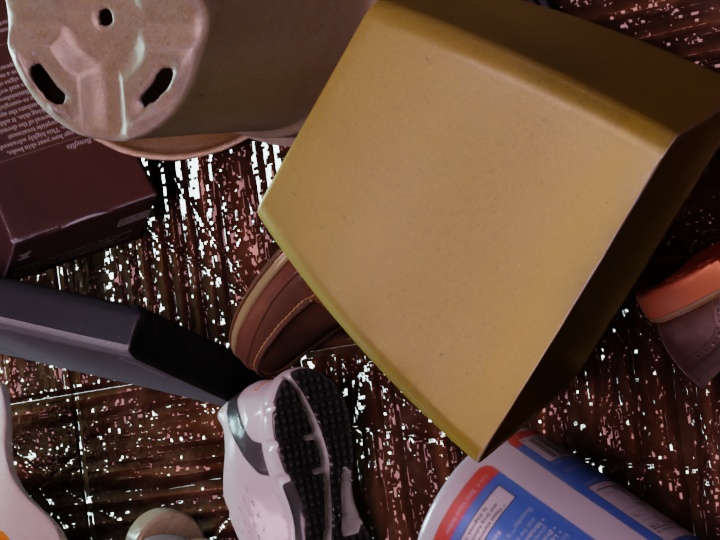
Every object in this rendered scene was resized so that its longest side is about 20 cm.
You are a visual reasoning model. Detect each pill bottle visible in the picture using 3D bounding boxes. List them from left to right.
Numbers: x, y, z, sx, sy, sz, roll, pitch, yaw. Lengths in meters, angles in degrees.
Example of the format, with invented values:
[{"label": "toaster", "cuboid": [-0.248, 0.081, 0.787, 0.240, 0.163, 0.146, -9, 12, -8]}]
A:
[{"label": "pill bottle", "cuboid": [0.136, 0.180, 1.515, 0.200, 0.112, 0.113, 34, 109, 29]}]

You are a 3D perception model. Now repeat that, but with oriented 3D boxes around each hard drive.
[{"label": "hard drive", "cuboid": [-0.176, 0.038, 1.705, 0.199, 0.139, 0.033, 11, 79, 33]}]

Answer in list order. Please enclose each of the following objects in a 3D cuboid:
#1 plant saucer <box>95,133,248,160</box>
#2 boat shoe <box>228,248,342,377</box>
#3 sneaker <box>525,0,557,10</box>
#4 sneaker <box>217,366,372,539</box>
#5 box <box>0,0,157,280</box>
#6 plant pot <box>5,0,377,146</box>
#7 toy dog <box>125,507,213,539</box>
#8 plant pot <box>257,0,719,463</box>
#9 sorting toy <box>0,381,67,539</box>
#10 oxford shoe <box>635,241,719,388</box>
[{"label": "plant saucer", "cuboid": [-0.109, -0.166, 1.697, 0.199, 0.035, 0.201, 0, 90, 17]}, {"label": "boat shoe", "cuboid": [0.001, 0.000, 1.627, 0.200, 0.072, 0.068, -45, 66, 23]}, {"label": "sneaker", "cuboid": [0.038, -0.193, 1.602, 0.087, 0.074, 0.201, -31, 75, 35]}, {"label": "sneaker", "cuboid": [-0.038, 0.159, 1.665, 0.080, 0.074, 0.201, -10, 85, 51]}, {"label": "box", "cuboid": [-0.215, -0.103, 1.744, 0.200, 0.100, 0.075, 64, 157, 18]}, {"label": "plant pot", "cuboid": [-0.093, -0.153, 1.548, 0.200, 0.183, 0.201, 9, 106, 31]}, {"label": "toy dog", "cuboid": [-0.124, 0.243, 1.687, 0.132, 0.096, 0.201, 144, 118, -65]}, {"label": "plant pot", "cuboid": [0.066, -0.048, 1.481, 0.176, 0.200, 0.200, 34, 109, 11]}, {"label": "sorting toy", "cuboid": [-0.239, 0.171, 1.744, 0.200, 0.106, 0.181, 112, 161, -58]}, {"label": "oxford shoe", "cuboid": [0.246, 0.003, 1.477, 0.200, 0.071, 0.073, -24, 97, 36]}]
